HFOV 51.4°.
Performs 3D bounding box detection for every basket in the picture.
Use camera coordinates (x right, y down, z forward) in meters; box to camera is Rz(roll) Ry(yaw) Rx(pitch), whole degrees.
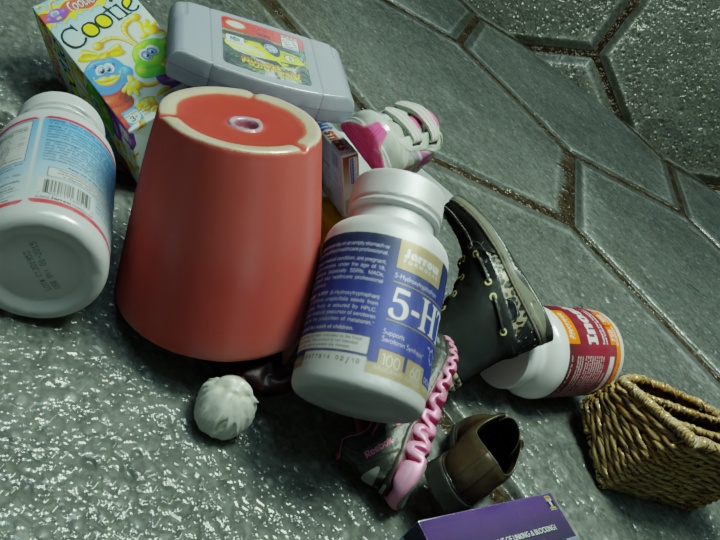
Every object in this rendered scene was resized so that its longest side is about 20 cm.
[{"bbox_3d":[0.393,0.194,0.925,0.196,0.149,0.146,19,48,-26],"label":"basket"}]

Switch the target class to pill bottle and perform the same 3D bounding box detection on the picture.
[{"bbox_3d":[0.237,0.102,0.943,0.197,0.114,0.114,5,42,-42],"label":"pill bottle"},{"bbox_3d":[0.016,0.020,0.664,0.117,0.119,0.205,22,67,-23],"label":"pill bottle"},{"bbox_3d":[-0.268,-0.067,0.646,0.107,0.110,0.203,18,36,-28],"label":"pill bottle"}]

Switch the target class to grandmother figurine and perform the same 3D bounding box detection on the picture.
[{"bbox_3d":[-0.092,0.079,0.692,0.118,0.062,0.201,12,32,12],"label":"grandmother figurine"}]

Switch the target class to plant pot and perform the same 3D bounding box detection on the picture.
[{"bbox_3d":[-0.116,-0.051,0.665,0.195,0.181,0.202,11,30,-6],"label":"plant pot"}]

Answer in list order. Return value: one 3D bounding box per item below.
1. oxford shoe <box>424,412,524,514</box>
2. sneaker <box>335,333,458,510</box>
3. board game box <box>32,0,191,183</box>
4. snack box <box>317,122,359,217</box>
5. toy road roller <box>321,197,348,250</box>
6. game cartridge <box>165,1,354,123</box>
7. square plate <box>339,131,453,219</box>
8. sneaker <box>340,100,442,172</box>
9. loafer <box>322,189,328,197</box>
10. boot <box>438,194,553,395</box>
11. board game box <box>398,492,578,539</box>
[{"bbox_3d":[0.130,0.178,0.739,0.073,0.084,0.200,53,16,6],"label":"oxford shoe"},{"bbox_3d":[0.034,0.126,0.728,0.093,0.080,0.202,22,42,6],"label":"sneaker"},{"bbox_3d":[-0.253,-0.208,0.817,0.104,0.104,0.201,-34,70,-22],"label":"board game box"},{"bbox_3d":[-0.045,-0.139,0.871,0.024,0.074,0.201,-14,35,-16],"label":"snack box"},{"bbox_3d":[0.000,0.000,0.835,0.142,0.125,0.201,19,31,-2],"label":"toy road roller"},{"bbox_3d":[-0.103,-0.214,0.781,0.195,0.041,0.135,10,43,-22],"label":"game cartridge"},{"bbox_3d":[0.032,-0.125,0.988,0.196,0.029,0.199,9,28,-40],"label":"square plate"},{"bbox_3d":[0.041,-0.147,0.813,0.082,0.088,0.200,52,10,3],"label":"sneaker"},{"bbox_3d":[-0.006,-0.082,0.973,0.197,0.074,0.071,-2,46,-49],"label":"loafer"},{"bbox_3d":[0.107,0.028,0.854,0.206,0.152,0.074,59,2,23],"label":"boot"},{"bbox_3d":[0.139,0.291,0.647,0.197,0.057,0.167,5,44,-42],"label":"board game box"}]
